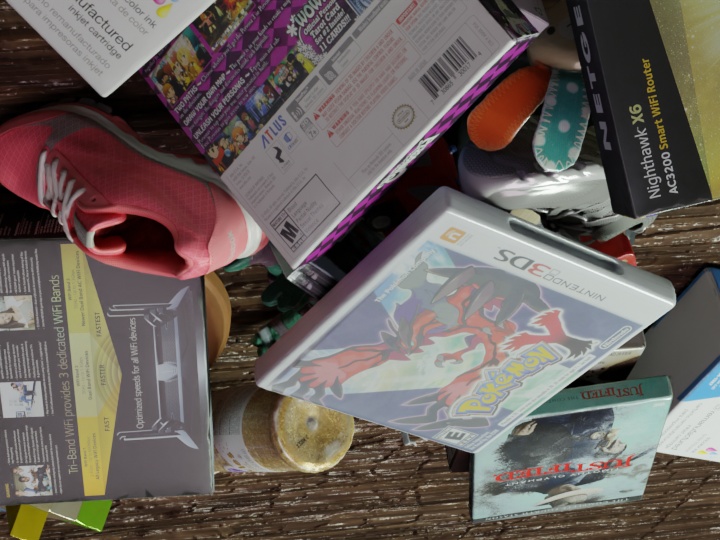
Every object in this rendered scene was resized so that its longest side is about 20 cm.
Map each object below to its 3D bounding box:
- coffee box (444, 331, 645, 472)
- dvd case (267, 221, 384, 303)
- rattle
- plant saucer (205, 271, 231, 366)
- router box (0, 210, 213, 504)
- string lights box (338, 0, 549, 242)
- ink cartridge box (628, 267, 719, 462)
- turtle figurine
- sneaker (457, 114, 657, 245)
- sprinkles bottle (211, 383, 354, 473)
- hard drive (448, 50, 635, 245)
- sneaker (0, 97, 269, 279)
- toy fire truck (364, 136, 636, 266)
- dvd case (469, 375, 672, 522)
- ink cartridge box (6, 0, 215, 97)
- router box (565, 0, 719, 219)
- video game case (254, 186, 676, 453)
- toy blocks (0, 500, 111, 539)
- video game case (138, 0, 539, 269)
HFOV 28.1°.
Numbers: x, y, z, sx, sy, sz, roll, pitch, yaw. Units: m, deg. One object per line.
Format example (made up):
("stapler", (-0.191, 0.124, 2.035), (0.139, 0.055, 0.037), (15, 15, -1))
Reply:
("coffee box", (0.132, 0.078, 1.110), (0.113, 0.080, 0.200), (-3, 149, -9))
("dvd case", (0.000, 0.000, 0.964), (0.022, 0.146, 0.200), (-43, 131, 12))
("rattle", (0.147, -0.159, 0.796), (0.200, 0.130, 0.143), (-24, 155, -15))
("plant saucer", (-0.194, 0.049, 1.062), (0.200, 0.038, 0.200), (-6, 140, -5))
("router box", (-0.182, 0.059, 0.975), (0.157, 0.052, 0.200), (-2, 113, -5))
("string lights box", (0.017, -0.121, 0.856), (0.059, 0.103, 0.200), (22, 131, -30))
("ink cartridge box", (0.335, 0.088, 1.184), (0.200, 0.085, 0.145), (10, 136, -25))
("turtle figurine", (-0.017, 0.045, 1.053), (0.150, 0.101, 0.200), (14, 155, 40))
("sneaker", (0.135, -0.045, 0.882), (0.200, 0.075, 0.082), (-5, 119, -42))
("sprinkles bottle", (-0.084, 0.118, 1.073), (0.068, 0.068, 0.200), (18, 163, -30))
("hard drive", (0.130, -0.084, 0.978), (0.139, 0.033, 0.200), (-6, 140, -5))
("sneaker", (-0.156, -0.047, 0.867), (0.200, 0.087, 0.074), (18, 123, 21))
("toy fire truck", (0.095, -0.033, 0.967), (0.141, 0.049, 0.200), (-23, 137, 15))
("dvd case", (0.156, 0.141, 1.106), (0.146, 0.022, 0.200), (-8, 151, -1))
("ink cartridge box", (-0.101, -0.208, 0.708), (0.200, 0.084, 0.145), (-35, 109, 27))
("router box", (0.192, -0.142, 0.759), (0.157, 0.052, 0.201), (-15, 97, -2))
("video game case", (0.062, 0.040, 0.891), (0.182, 0.023, 0.200), (20, 136, -30))
("toy blocks", (-0.303, 0.137, 1.086), (0.137, 0.100, 0.200), (-3, 153, 46))
("video game case", (-0.027, -0.130, 0.795), (0.200, 0.181, 0.036), (-45, 169, 34))
